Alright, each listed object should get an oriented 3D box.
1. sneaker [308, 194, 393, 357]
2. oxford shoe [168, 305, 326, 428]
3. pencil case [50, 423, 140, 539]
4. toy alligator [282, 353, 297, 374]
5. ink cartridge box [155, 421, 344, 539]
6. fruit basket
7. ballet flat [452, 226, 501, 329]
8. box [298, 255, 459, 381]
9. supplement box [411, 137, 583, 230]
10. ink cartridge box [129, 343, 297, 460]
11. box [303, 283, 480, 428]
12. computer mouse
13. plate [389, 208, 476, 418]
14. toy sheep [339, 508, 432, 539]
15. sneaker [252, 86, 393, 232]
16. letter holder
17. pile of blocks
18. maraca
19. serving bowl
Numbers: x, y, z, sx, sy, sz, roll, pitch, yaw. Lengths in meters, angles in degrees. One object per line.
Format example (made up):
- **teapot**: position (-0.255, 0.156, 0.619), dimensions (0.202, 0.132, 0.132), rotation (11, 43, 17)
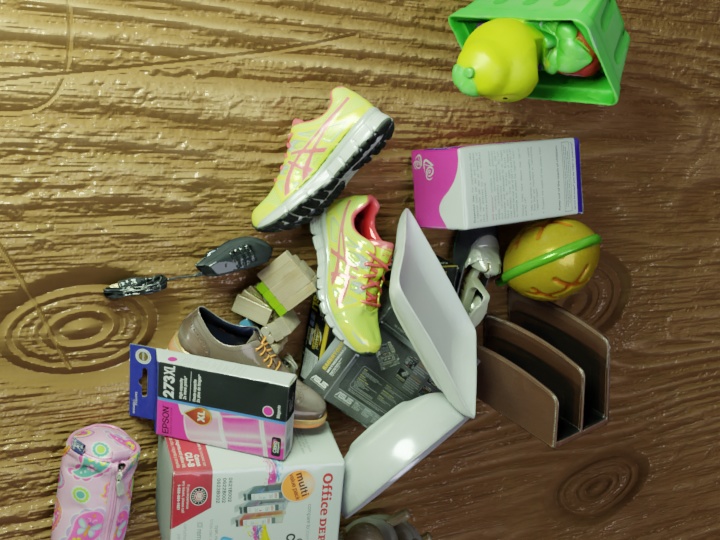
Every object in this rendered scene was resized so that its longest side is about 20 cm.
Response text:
- **sneaker**: position (0.000, 0.000, 1.400), dimensions (0.078, 0.090, 0.200), rotation (16, 58, -59)
- **oxford shoe**: position (-0.119, 0.112, 1.378), dimensions (0.200, 0.071, 0.073), rotation (29, 119, -7)
- **pencil case**: position (-0.303, 0.275, 1.372), dimensions (0.087, 0.087, 0.200), rotation (-1, 112, -37)
- **toy alligator**: position (-0.085, 0.194, 1.516), dimensions (0.054, 0.059, 0.200), rotation (-32, 126, -22)
- **ink cartridge box**: position (-0.132, 0.255, 1.417), dimensions (0.200, 0.145, 0.145), rotation (-2, 112, -17)
- **fruit basket**: position (0.192, -0.248, 1.423), dimensions (0.216, 0.216, 0.156), rotation (-45, 131, -12)
- **ballet flat**: position (0.153, 0.010, 1.606), dimensions (0.073, 0.073, 0.200), rotation (7, 106, -39)
- **box**: position (0.024, 0.065, 1.548), dimensions (0.200, 0.049, 0.160), rotation (-3, 111, -37)
- **supplement box**: position (0.173, -0.111, 1.528), dimensions (0.200, 0.101, 0.103), rotation (-11, 100, -35)
- **ink cartridge box**: position (-0.172, 0.146, 1.353), dimensions (0.037, 0.200, 0.095), rotation (-51, 149, -64)
- **box**: position (0.043, 0.127, 1.528), dimensions (0.158, 0.048, 0.200), rotation (-55, 133, -3)
- **computer mouse**: position (-0.191, -0.006, 1.349), dimensions (0.200, 0.059, 0.034), rotation (-16, 103, -27)
- **plate**: position (0.083, 0.051, 1.433), dimensions (0.032, 0.200, 0.200), rotation (-23, 114, 18)
- **toy sheep**: position (0.034, 0.400, 1.662), dimensions (0.138, 0.138, 0.200), rotation (-46, 136, -11)
- **sneaker**: position (-0.057, -0.126, 1.375), dimensions (0.200, 0.090, 0.078), rotation (-44, 167, 11)
- **letter holder**: position (0.233, 0.122, 1.632), dimensions (0.101, 0.200, 0.142), rotation (-19, 121, -30)
- **pile of blocks**: position (-0.113, 0.063, 1.445), dimensions (0.200, 0.082, 0.062), rotation (-63, 176, 17)
- **maraca**: position (0.247, -0.012, 1.602), dimensions (0.137, 0.200, 0.107), rotation (-18, 84, -9)
- **serving bowl**: position (0.040, 0.210, 1.450), dimensions (0.200, 0.066, 0.200), rotation (-39, 169, -9)
